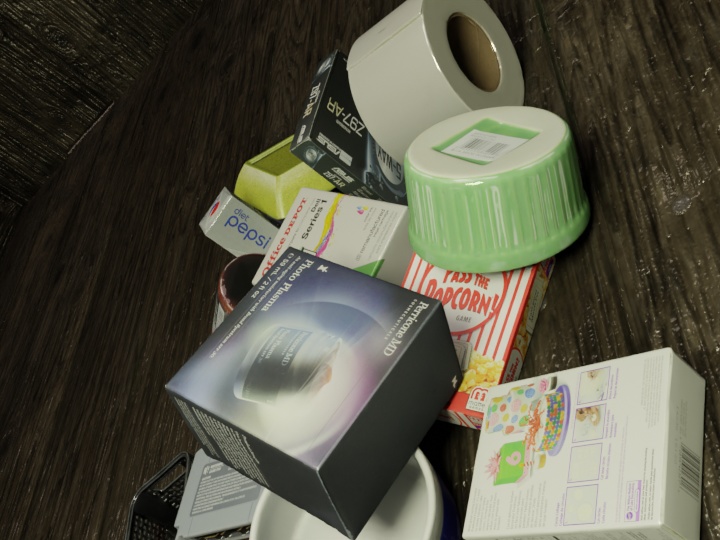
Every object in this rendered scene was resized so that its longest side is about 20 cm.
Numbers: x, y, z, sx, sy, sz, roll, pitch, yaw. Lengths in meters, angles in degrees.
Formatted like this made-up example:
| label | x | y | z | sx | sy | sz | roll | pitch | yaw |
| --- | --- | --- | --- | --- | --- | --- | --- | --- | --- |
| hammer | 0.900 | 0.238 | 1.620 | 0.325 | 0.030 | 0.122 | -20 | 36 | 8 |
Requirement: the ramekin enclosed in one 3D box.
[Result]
| label | x | y | z | sx | sy | sz | roll | pitch | yaw |
| --- | --- | --- | --- | --- | --- | --- | --- | --- | --- |
| ramekin | 0.138 | -0.093 | 0.939 | 0.195 | 0.099 | 0.201 | -11 | 30 | 6 |

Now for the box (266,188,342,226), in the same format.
| label | x | y | z | sx | sy | sz | roll | pitch | yaw |
| --- | --- | --- | --- | --- | --- | --- | --- | --- | --- |
| box | -0.058 | -0.120 | 1.411 | 0.159 | 0.051 | 0.199 | -56 | 29 | -3 |

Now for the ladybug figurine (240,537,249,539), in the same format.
| label | x | y | z | sx | sy | sz | roll | pitch | yaw |
| --- | --- | --- | --- | --- | --- | --- | --- | --- | --- |
| ladybug figurine | -0.075 | 0.285 | 1.003 | 0.201 | 0.071 | 0.136 | -51 | 29 | 8 |

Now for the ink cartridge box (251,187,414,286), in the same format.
| label | x | y | z | sx | sy | sz | roll | pitch | yaw |
| --- | --- | --- | --- | --- | --- | --- | --- | --- | --- |
| ink cartridge box | -0.021 | -0.009 | 1.082 | 0.198 | 0.084 | 0.147 | 15 | 73 | 47 |

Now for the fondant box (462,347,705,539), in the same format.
| label | x | y | z | sx | sy | sz | roll | pitch | yaw |
| --- | --- | --- | --- | --- | --- | --- | --- | --- | --- |
| fondant box | 0.185 | 0.160 | 0.752 | 0.198 | 0.058 | 0.147 | -21 | 44 | 45 |

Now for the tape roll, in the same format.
| label | x | y | z | sx | sy | sz | roll | pitch | yaw |
| --- | --- | --- | --- | --- | --- | --- | --- | --- | --- |
| tape roll | 0.099 | -0.249 | 1.153 | 0.138 | 0.201 | 0.206 | -26 | 40 | 42 |

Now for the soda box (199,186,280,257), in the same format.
| label | x | y | z | sx | sy | sz | roll | pitch | yaw |
| --- | --- | --- | --- | --- | --- | --- | --- | --- | --- |
| soda box | -0.130 | -0.031 | 1.274 | 0.069 | 0.199 | 0.063 | -53 | 25 | 2 |

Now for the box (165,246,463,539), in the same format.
| label | x | y | z | sx | sy | sz | roll | pitch | yaw |
| --- | --- | --- | --- | --- | --- | --- | --- | --- | --- |
| box | -0.039 | 0.105 | 0.850 | 0.196 | 0.125 | 0.201 | 19 | 56 | 34 |

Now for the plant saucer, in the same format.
| label | x | y | z | sx | sy | sz | roll | pitch | yaw |
| --- | --- | --- | --- | --- | --- | --- | --- | --- | --- |
| plant saucer | -0.083 | -0.161 | 1.323 | 0.198 | 0.049 | 0.199 | -33 | 27 | -17 |

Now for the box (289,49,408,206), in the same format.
| label | x | y | z | sx | sy | sz | roll | pitch | yaw |
| --- | --- | --- | --- | --- | --- | --- | --- | --- | --- |
| box | 0.008 | -0.174 | 1.213 | 0.043 | 0.199 | 0.163 | -22 | 42 | 45 |

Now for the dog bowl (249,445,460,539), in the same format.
| label | x | y | z | sx | sy | sz | roll | pitch | yaw |
| --- | --- | --- | --- | --- | --- | --- | --- | --- | --- |
| dog bowl | -0.005 | 0.253 | 0.860 | 0.196 | 0.079 | 0.203 | -18 | 46 | 19 |

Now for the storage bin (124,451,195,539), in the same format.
| label | x | y | z | sx | sy | sz | roll | pitch | yaw |
| --- | --- | --- | --- | --- | --- | --- | --- | --- | --- |
| storage bin | -0.231 | 0.357 | 1.148 | 0.135 | 0.093 | 0.202 | -40 | 33 | 25 |

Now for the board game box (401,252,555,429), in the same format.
| label | x | y | z | sx | sy | sz | roll | pitch | yaw |
| --- | --- | --- | --- | --- | --- | --- | --- | --- | --- |
| board game box | 0.105 | 0.056 | 0.940 | 0.149 | 0.046 | 0.203 | 7 | 64 | 34 |

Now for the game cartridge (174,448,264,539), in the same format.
| label | x | y | z | sx | sy | sz | roll | pitch | yaw |
| --- | --- | --- | --- | --- | --- | --- | --- | --- | --- |
| game cartridge | -0.136 | 0.241 | 1.029 | 0.198 | 0.040 | 0.136 | -24 | 45 | 42 |

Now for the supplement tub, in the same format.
| label | x | y | z | sx | sy | sz | roll | pitch | yaw |
| --- | --- | --- | --- | --- | --- | --- | --- | --- | --- |
| supplement tub | -0.154 | 0.071 | 1.252 | 0.201 | 0.105 | 0.109 | 111 | 175 | -56 |
